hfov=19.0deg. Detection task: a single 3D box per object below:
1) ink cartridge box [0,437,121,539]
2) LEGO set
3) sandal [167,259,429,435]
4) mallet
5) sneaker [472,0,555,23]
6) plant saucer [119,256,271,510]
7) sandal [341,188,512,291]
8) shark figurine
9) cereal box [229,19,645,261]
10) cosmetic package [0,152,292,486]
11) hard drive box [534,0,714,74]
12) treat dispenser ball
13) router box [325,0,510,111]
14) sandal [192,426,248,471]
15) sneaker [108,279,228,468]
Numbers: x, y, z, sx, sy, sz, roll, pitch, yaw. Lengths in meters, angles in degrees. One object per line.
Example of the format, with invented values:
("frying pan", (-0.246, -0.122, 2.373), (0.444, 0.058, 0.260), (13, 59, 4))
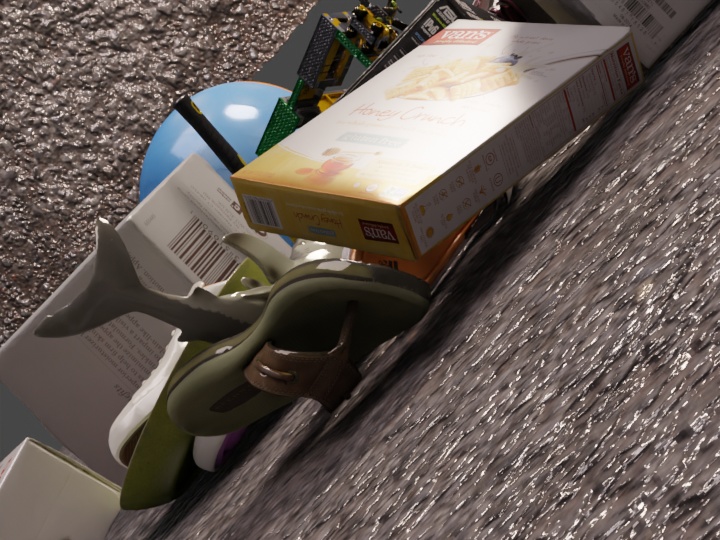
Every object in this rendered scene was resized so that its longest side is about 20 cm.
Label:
("ink cartridge box", (-0.257, 0.215, 1.515), (0.148, 0.082, 0.200), (-63, 12, -26))
("LEGO set", (0.015, -0.121, 1.730), (0.115, 0.154, 0.201), (-12, -50, -44))
("sandal", (-0.030, 0.053, 1.155), (0.201, 0.079, 0.058), (-39, 47, 43))
("mallet", (-0.080, -0.066, 1.759), (0.041, 0.201, 0.066), (-38, 1, 18))
("sneaker", (0.116, -0.172, 1.754), (0.201, 0.075, 0.115), (-58, 12, -7))
("plant saucer", (-0.102, 0.081, 1.470), (0.201, 0.031, 0.200), (-62, -6, -11))
("sandal", (0.056, -0.053, 1.277), (0.059, 0.079, 0.207), (-39, 18, 45))
("shark figurine", (-0.069, 0.035, 1.238), (0.213, 0.128, 0.090), (-7, -50, -45))
("cereal box", (0.044, -0.079, 1.199), (0.143, 0.040, 0.200), (10, 39, 47))
("cosmetic package", (-0.166, 0.046, 1.776), (0.200, 0.165, 0.165), (-42, 6, 27))
("hard drive box", (0.172, -0.236, 1.255), (0.200, 0.156, 0.077), (-46, 4, -6))
("treat dispenser ball", (-0.104, -0.072, 1.973), (0.201, 0.201, 0.201), (-45, 5, 5))
("router box", (0.052, -0.115, 1.530), (0.150, 0.062, 0.200), (-46, -12, 13))
("sandal", (-0.044, 0.051, 1.432), (0.204, 0.050, 0.083), (-59, -7, -12))
("sneaker", (-0.121, 0.066, 1.614), (0.200, 0.085, 0.073), (-41, -37, -16))
